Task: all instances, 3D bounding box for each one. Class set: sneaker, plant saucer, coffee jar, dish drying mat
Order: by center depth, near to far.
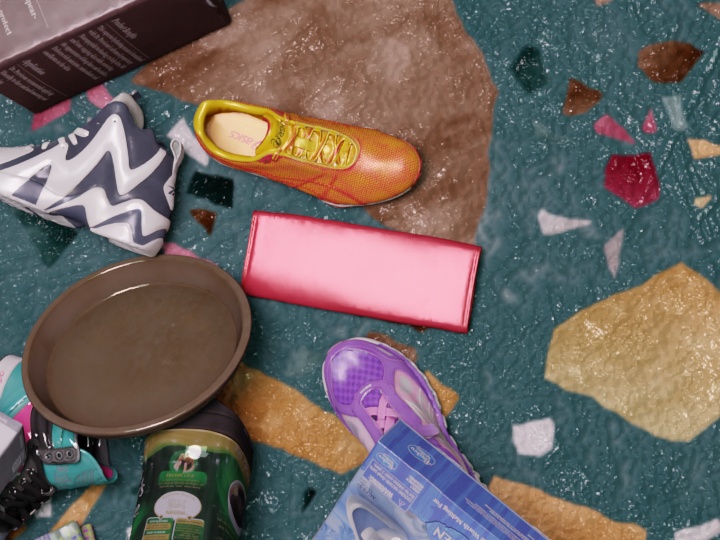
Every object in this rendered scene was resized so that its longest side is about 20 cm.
[{"bbox_3d":[-0.142,0.208,1.673,0.085,0.104,0.200,1,57,11],"label":"coffee jar"},{"bbox_3d":[0.037,0.139,1.692,0.080,0.088,0.200,-35,79,5],"label":"sneaker"},{"bbox_3d":[-0.185,0.067,1.714,0.200,0.029,0.200,-9,45,9],"label":"plant saucer"},{"bbox_3d":[-0.048,-0.098,1.736,0.200,0.077,0.073,9,84,8],"label":"sneaker"},{"bbox_3d":[-0.271,0.179,1.737,0.121,0.084,0.200,10,80,17],"label":"sneaker"},{"bbox_3d":[0.000,0.000,1.748,0.200,0.018,0.077,10,86,9],"label":"dish drying mat"},{"bbox_3d":[-0.243,-0.105,1.766,0.199,0.079,0.130,20,83,14],"label":"sneaker"}]

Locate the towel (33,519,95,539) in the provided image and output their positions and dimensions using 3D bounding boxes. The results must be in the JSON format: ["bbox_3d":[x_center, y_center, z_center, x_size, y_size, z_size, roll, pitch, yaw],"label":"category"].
[{"bbox_3d":[-0.304,0.308,1.731,0.200,0.023,0.144,-25,55,7],"label":"towel"}]

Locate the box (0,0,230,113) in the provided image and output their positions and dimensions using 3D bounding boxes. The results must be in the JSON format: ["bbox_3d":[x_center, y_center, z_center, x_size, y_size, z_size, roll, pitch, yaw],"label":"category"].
[{"bbox_3d":[-0.245,-0.257,1.735,0.200,0.166,0.164,-24,81,5],"label":"box"}]

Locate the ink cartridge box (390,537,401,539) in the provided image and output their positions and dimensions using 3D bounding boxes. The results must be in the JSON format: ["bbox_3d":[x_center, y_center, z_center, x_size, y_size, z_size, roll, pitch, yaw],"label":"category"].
[{"bbox_3d":[0.012,0.320,1.636,0.117,0.067,0.200,39,127,10],"label":"ink cartridge box"}]

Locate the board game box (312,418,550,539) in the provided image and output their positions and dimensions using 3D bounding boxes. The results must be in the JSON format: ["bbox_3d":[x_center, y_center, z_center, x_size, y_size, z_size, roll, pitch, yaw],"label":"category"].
[{"bbox_3d":[0.058,0.252,1.646,0.200,0.043,0.199,39,129,10],"label":"board game box"}]

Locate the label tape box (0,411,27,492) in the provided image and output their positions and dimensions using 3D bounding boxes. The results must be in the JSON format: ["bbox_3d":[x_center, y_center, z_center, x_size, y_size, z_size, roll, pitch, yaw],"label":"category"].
[{"bbox_3d":[-0.383,0.177,1.640,0.144,0.063,0.200,29,61,10],"label":"label tape box"}]
